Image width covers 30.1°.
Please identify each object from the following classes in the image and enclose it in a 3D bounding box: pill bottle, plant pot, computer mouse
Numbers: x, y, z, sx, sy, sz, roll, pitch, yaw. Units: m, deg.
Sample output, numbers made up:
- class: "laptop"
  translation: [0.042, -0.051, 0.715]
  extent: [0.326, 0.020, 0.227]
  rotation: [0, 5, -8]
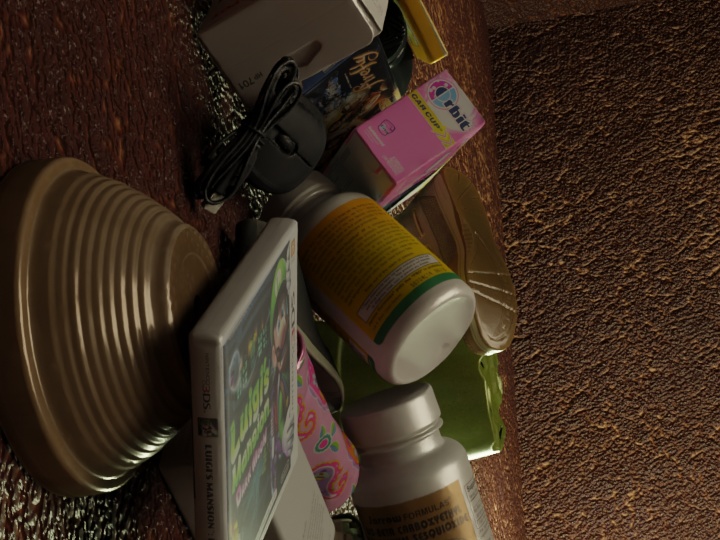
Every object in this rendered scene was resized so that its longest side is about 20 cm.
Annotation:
- class: "pill bottle"
  translation: [0.000, 0.000, 1.217]
  extent: [0.200, 0.113, 0.113]
  rotation: [43, -8, 27]
- class: "plant pot"
  translation: [-0.138, 0.029, 0.788]
  extent: [0.201, 0.092, 0.202]
  rotation: [-8, 90, -77]
- class: "pill bottle"
  translation: [0.053, 0.212, 1.228]
  extent: [0.114, 0.114, 0.201]
  rotation: [-43, 116, -76]
- class: "computer mouse"
  translation: [-0.070, -0.102, 1.147]
  extent: [0.139, 0.053, 0.200]
  rotation: [-55, 174, 4]
- class: "plant pot"
  translation: [0.044, 0.131, 1.350]
  extent: [0.200, 0.189, 0.201]
  rotation: [-8, 90, -78]

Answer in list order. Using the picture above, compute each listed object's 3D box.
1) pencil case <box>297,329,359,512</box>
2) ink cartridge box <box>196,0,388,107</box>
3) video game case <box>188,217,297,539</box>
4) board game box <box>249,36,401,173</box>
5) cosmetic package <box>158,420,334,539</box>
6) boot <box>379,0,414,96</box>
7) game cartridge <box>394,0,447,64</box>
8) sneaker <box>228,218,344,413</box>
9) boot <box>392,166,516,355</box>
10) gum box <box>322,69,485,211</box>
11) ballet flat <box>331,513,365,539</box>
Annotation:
- class: "pencil case"
  translation: [-0.062, 0.124, 1.118]
  extent: [0.200, 0.087, 0.088]
  rotation: [67, 19, -49]
- class: "ink cartridge box"
  translation: [-0.051, -0.252, 1.210]
  extent: [0.086, 0.146, 0.200]
  rotation: [55, 24, -24]
- class: "video game case"
  translation: [-0.068, 0.084, 0.835]
  extent: [0.200, 0.023, 0.183]
  rotation: [-65, 157, -67]
- class: "board game box"
  translation: [-0.028, -0.157, 1.311]
  extent: [0.035, 0.135, 0.200]
  rotation: [50, -2, 19]
- class: "cosmetic package"
  translation: [-0.081, 0.174, 1.014]
  extent: [0.102, 0.074, 0.201]
  rotation: [-82, 158, -51]
- class: "boot"
  translation: [0.034, -0.292, 1.805]
  extent: [0.168, 0.076, 0.201]
  rotation: [65, 6, -48]
- class: "game cartridge"
  translation: [0.050, -0.375, 1.792]
  extent: [0.201, 0.032, 0.176]
  rotation: [60, 3, -11]
- class: "sneaker"
  translation: [-0.061, 0.045, 1.182]
  extent: [0.200, 0.074, 0.107]
  rotation: [65, 20, -51]
- class: "boot"
  translation: [0.063, 0.018, 1.303]
  extent: [0.073, 0.155, 0.201]
  rotation: [17, 48, -45]
- class: "gum box"
  translation: [0.029, -0.105, 1.307]
  extent: [0.066, 0.113, 0.200]
  rotation: [53, -22, 3]
- class: "ballet flat"
  translation: [-0.023, 0.269, 1.239]
  extent: [0.200, 0.073, 0.073]
  rotation: [-45, 126, -83]
